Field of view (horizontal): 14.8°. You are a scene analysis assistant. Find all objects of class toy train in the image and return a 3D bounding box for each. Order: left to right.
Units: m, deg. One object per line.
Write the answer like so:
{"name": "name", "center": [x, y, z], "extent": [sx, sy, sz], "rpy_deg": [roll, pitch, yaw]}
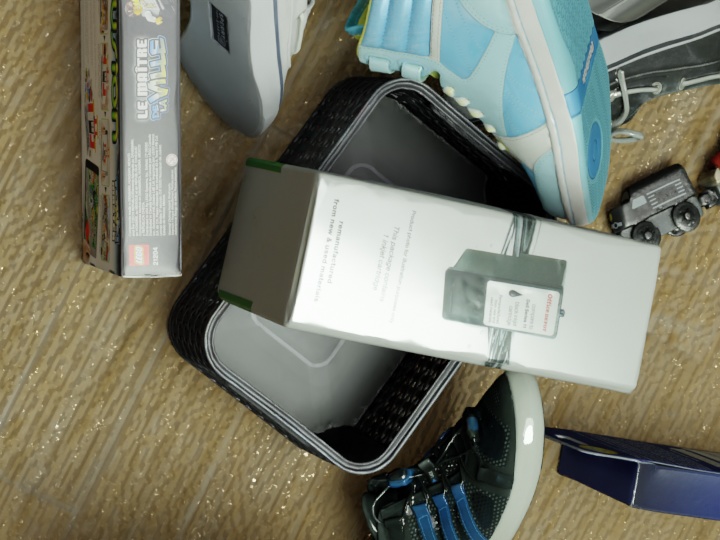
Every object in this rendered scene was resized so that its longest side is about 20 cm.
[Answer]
{"name": "toy train", "center": [0.238, -0.068, 1.686], "extent": [0.199, 0.034, 0.046], "rpy_deg": [-26, 89, -13]}

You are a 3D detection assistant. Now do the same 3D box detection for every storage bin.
{"name": "storage bin", "center": [0.000, 0.000, 1.585], "extent": [0.135, 0.094, 0.201], "rpy_deg": [38, 82, -16]}

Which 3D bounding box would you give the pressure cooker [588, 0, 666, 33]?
{"name": "pressure cooker", "center": [0.135, -0.231, 1.551], "extent": [0.199, 0.179, 0.176], "rpy_deg": [-32, 94, 30]}

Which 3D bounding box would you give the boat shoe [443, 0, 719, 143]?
{"name": "boat shoe", "center": [0.139, -0.108, 1.626], "extent": [0.198, 0.073, 0.069], "rpy_deg": [-22, 104, -34]}

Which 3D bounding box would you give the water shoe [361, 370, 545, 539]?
{"name": "water shoe", "center": [0.042, 0.136, 1.578], "extent": [0.078, 0.072, 0.201], "rpy_deg": [12, 124, -17]}

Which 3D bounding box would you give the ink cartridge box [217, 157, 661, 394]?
{"name": "ink cartridge box", "center": [0.041, 0.002, 1.474], "extent": [0.199, 0.146, 0.084], "rpy_deg": [12, 91, -19]}

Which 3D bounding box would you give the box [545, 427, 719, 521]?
{"name": "box", "center": [0.200, 0.125, 1.641], "extent": [0.199, 0.121, 0.033], "rpy_deg": [10, 92, -17]}

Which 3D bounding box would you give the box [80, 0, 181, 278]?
{"name": "box", "center": [-0.128, -0.099, 1.529], "extent": [0.034, 0.110, 0.202], "rpy_deg": [-1, 95, -17]}

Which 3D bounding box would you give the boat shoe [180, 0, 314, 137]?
{"name": "boat shoe", "center": [-0.054, -0.141, 1.513], "extent": [0.074, 0.200, 0.065], "rpy_deg": [44, 70, 11]}

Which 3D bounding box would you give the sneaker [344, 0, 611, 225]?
{"name": "sneaker", "center": [0.064, -0.109, 1.520], "extent": [0.130, 0.080, 0.201], "rpy_deg": [-1, 128, 20]}
